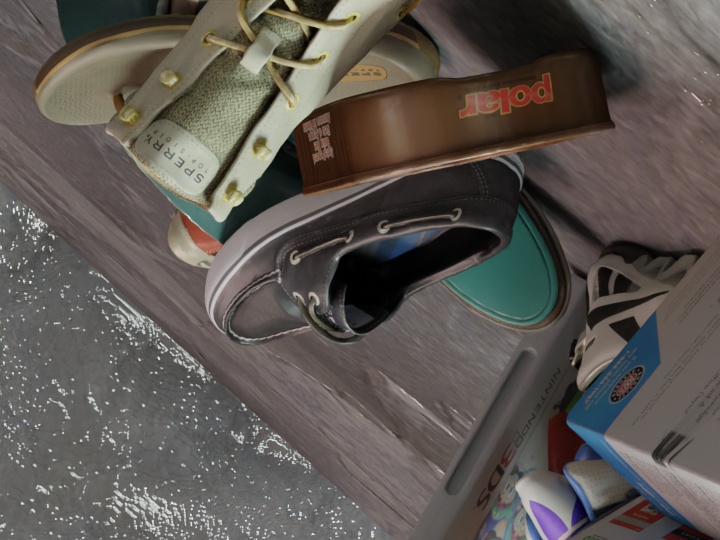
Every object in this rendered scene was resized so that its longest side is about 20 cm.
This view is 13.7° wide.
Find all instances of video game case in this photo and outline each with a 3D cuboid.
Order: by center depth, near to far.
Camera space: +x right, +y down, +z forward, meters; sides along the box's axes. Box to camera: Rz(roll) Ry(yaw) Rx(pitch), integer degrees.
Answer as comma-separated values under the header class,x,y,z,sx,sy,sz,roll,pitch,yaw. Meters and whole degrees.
class,x,y,z,sx,sy,sz,roll,pitch,yaw
video game case,0.105,0.126,1.606,0.024,0.182,0.200,19,160,34

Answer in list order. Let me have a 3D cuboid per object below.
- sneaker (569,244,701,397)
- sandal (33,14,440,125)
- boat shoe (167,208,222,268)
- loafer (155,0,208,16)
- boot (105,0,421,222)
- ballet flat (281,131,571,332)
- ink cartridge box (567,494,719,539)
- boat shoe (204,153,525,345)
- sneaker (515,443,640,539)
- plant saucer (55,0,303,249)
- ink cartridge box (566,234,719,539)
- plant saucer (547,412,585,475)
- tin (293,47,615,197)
class,x,y,z,sx,sy,sz,roll,pitch,yaw
sneaker,0.127,0.041,1.403,0.074,0.089,0.200,41,173,-5
sandal,-0.061,-0.081,1.398,0.199,0.054,0.080,-1,159,15
boat shoe,-0.045,-0.034,1.670,0.071,0.063,0.200,52,-163,9
loafer,-0.057,-0.133,1.410,0.063,0.072,0.200,32,167,10
boot,-0.029,-0.095,1.165,0.072,0.155,0.200,41,172,-3
ballet flat,0.036,-0.045,1.509,0.200,0.068,0.064,39,-161,17
ink cartridge box,0.189,0.131,1.203,0.084,0.175,0.200,65,162,-16
boat shoe,0.000,0.000,1.452,0.200,0.066,0.070,-26,137,32
sneaker,0.114,0.159,1.347,0.146,0.200,0.081,39,129,-3
plant saucer,-0.075,-0.092,1.552,0.200,0.036,0.200,42,-155,-24
ink cartridge box,0.174,0.052,1.144,0.067,0.116,0.200,45,171,-20
plant saucer,0.173,0.182,1.475,0.199,0.037,0.201,9,112,34
tin,0.036,-0.060,1.236,0.200,0.111,0.042,173,89,-78
